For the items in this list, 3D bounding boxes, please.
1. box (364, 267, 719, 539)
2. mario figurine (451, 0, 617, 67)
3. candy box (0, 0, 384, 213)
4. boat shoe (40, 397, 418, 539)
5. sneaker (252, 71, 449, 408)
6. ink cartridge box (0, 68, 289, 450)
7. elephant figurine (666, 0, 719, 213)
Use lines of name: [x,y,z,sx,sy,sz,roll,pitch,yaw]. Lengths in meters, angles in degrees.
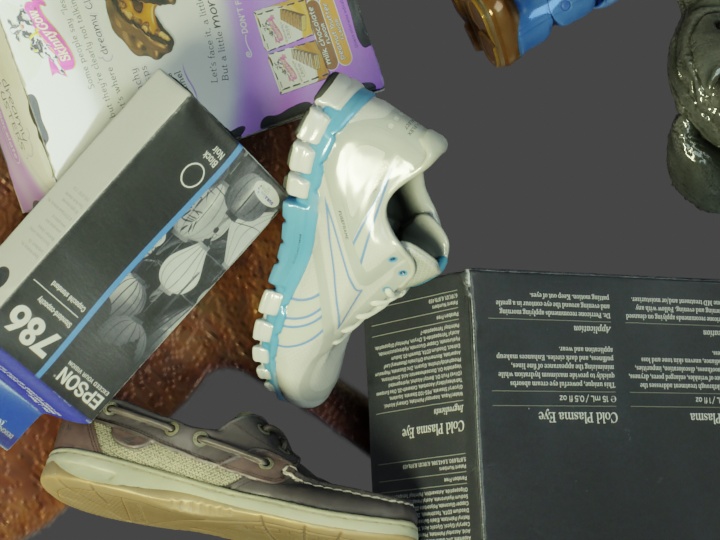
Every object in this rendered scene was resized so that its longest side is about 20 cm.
box: [0.111,0.099,1.329,0.199,0.104,0.184,3,79,-34]
mario figurine: [0.142,-0.199,1.372,0.199,0.106,0.124,-27,57,-6]
candy box: [-0.109,-0.142,1.288,0.199,0.071,0.169,-21,94,-26]
boat shoe: [-0.064,0.104,1.264,0.198,0.072,0.065,10,71,4]
sneaker: [0.000,0.000,1.269,0.086,0.201,0.075,23,39,15]
ink cartridge box: [-0.133,0.004,1.231,0.200,0.039,0.099,-48,135,-2]
elephant figurine: [0.238,-0.098,1.428,0.198,0.155,0.142,12,114,-13]
